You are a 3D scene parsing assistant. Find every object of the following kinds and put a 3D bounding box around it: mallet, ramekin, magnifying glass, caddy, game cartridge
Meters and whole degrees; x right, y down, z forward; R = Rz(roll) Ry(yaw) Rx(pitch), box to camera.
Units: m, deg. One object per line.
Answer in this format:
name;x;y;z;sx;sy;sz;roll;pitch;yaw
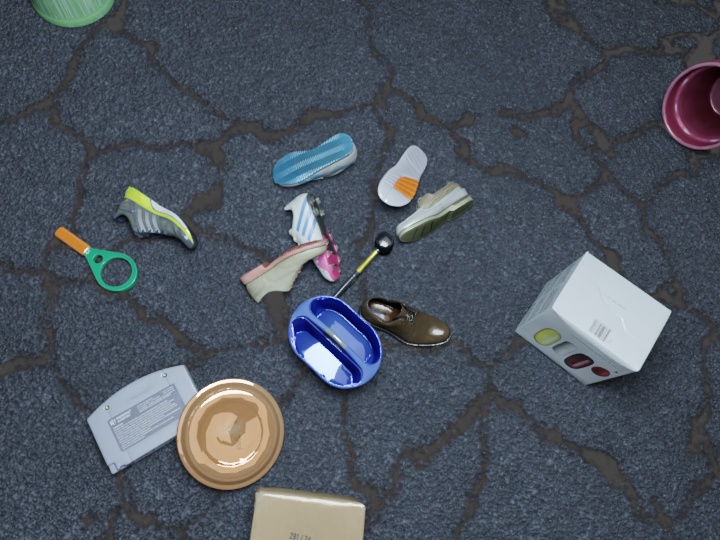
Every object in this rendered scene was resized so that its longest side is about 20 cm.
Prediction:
mallet;0.000;0.000;1.188;0.041;0.066;0.200;41;87;10
ramekin;-0.700;-0.694;1.315;0.198;0.098;0.202;2;71;-5
magnifying glass;-0.549;-0.026;1.148;0.199;0.022;0.080;34;72;4
caddy;-0.051;0.144;1.092;0.200;0.105;0.141;41;71;9
game cartridge;-0.403;0.273;1.052;0.199;0.041;0.134;-29;80;-14

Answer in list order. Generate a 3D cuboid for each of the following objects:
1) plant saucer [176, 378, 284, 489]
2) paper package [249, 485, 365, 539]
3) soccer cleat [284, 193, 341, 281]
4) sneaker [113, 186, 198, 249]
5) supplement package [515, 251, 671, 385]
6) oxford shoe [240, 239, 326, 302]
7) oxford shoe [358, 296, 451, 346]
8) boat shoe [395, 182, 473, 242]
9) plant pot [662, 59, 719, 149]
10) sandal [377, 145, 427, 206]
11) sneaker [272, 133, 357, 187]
plant saucer;-0.242;0.305;1.038;0.198;0.032;0.202;4;77;-16
paper package;-0.099;0.491;0.973;0.198;0.104;0.192;7;72;-4
soccer cleat;-0.104;-0.065;1.187;0.086;0.070;0.202;-21;81;19
sneaker;-0.428;-0.093;1.162;0.199;0.074;0.081;31;78;13
supplement package;0.453;0.104;1.107;0.191;0.200;0.147;37;72;8
oxford shoe;-0.147;-0.001;1.137;0.199;0.071;0.074;-26;96;16
oxford shoe;0.094;0.105;1.133;0.198;0.085;0.073;15;69;-2
boat shoe;0.154;-0.130;1.228;0.199;0.075;0.069;-28;70;-21
plant pot;0.872;-0.412;1.337;0.178;0.200;0.201;-23;74;-29
sandal;0.093;-0.204;1.255;0.079;0.059;0.207;41;51;-8
sneaker;-0.100;-0.232;1.235;0.198;0.081;0.077;-19;75;9
